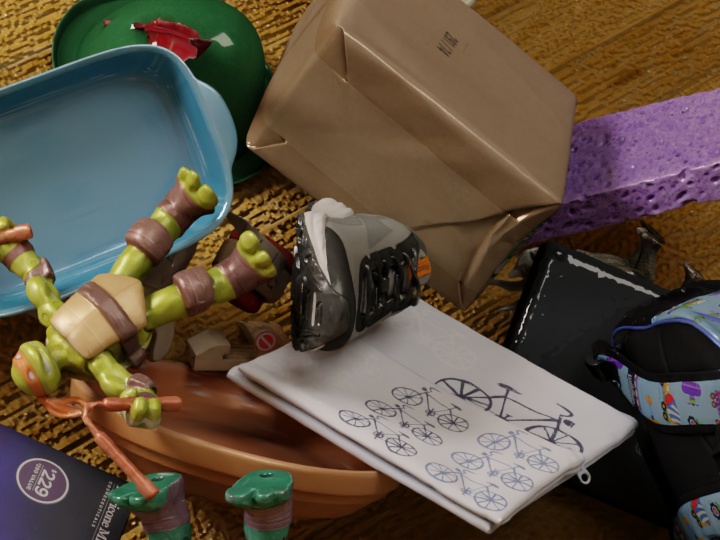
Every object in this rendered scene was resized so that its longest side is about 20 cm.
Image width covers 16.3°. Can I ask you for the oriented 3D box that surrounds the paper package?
[{"bbox_3d":[0.039,-0.100,1.619,0.190,0.104,0.200,37,23,-8],"label":"paper package"}]

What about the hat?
[{"bbox_3d":[-0.093,-0.164,1.605,0.165,0.176,0.201,-4,54,-30],"label":"hat"}]

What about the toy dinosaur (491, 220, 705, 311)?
[{"bbox_3d":[0.183,0.035,1.655,0.200,0.102,0.077,42,10,-12],"label":"toy dinosaur"}]

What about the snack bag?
[{"bbox_3d":[0.051,0.074,1.450,0.188,0.022,0.200,29,27,24],"label":"snack bag"}]

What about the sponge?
[{"bbox_3d":[0.193,-0.074,1.685,0.030,0.199,0.112,60,37,-24],"label":"sponge"}]

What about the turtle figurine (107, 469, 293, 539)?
[{"bbox_3d":[-0.071,0.208,1.328,0.149,0.201,0.101,-7,10,-2],"label":"turtle figurine"}]

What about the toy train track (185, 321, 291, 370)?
[{"bbox_3d":[-0.007,0.043,1.532,0.199,0.033,0.115,2,23,-20],"label":"toy train track"}]

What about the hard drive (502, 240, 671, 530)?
[{"bbox_3d":[0.182,0.083,1.593,0.199,0.033,0.140,23,79,-9],"label":"hard drive"}]

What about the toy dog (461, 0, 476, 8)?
[{"bbox_3d":[0.051,-0.279,1.790,0.139,0.195,0.200,20,10,7],"label":"toy dog"}]

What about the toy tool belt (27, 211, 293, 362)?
[{"bbox_3d":[-0.150,0.002,1.492,0.199,0.125,0.123,28,79,6],"label":"toy tool belt"}]

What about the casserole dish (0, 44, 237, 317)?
[{"bbox_3d":[-0.166,-0.049,1.412,0.199,0.039,0.122,-22,91,-13],"label":"casserole dish"}]

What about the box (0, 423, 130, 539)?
[{"bbox_3d":[-0.216,0.178,1.319,0.141,0.079,0.201,26,45,-8],"label":"box"}]

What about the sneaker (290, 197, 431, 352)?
[{"bbox_3d":[0.000,0.000,1.454,0.079,0.074,0.200,6,13,4],"label":"sneaker"}]

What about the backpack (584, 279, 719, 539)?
[{"bbox_3d":[0.240,0.090,1.483,0.134,0.200,0.184,-21,89,-13],"label":"backpack"}]

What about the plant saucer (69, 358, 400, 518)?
[{"bbox_3d":[-0.072,0.097,1.429,0.199,0.038,0.200,15,8,-2],"label":"plant saucer"}]

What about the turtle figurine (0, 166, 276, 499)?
[{"bbox_3d":[-0.126,0.028,1.355,0.161,0.065,0.200,-36,60,-18],"label":"turtle figurine"}]
